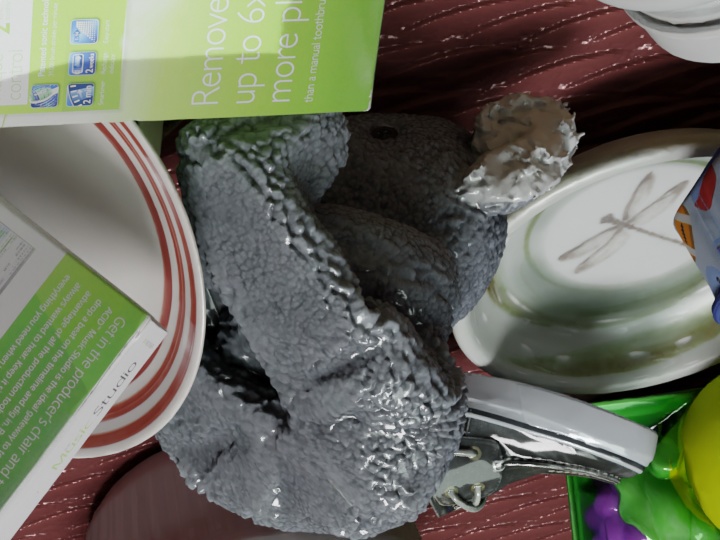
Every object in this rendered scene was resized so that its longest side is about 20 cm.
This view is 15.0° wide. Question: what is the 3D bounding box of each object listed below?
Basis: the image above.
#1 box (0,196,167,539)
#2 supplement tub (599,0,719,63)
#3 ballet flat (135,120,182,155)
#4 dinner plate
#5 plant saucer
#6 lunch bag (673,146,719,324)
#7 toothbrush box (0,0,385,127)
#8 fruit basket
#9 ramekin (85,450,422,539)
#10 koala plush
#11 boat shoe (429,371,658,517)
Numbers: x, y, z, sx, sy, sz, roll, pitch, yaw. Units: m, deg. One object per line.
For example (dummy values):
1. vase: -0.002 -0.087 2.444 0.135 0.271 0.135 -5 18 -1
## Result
1. box: -0.195 0.021 1.085 0.145 0.200 0.036 -52 164 -3
2. supplement tub: 0.099 -0.183 0.950 0.144 0.145 0.200 -29 127 21
3. ballet flat: -0.085 -0.080 1.135 0.200 0.071 0.070 -37 139 29
4. dinner plate: -0.142 -0.015 1.126 0.024 0.200 0.200 -38 169 -47
5. plant saucer: 0.136 -0.015 1.321 0.198 0.051 0.201 -9 145 -6
6. lunch bag: 0.246 -0.050 1.203 0.159 0.076 0.200 3 143 -35
7. toothbrush box: -0.091 -0.136 1.005 0.198 0.086 0.146 -2 126 -15
8. fruit basket: 0.207 0.115 1.413 0.214 0.157 0.216 -6 -172 1
9. ramekin: -0.058 0.163 1.463 0.201 0.095 0.203 -10 146 -7
10. koala plush: 0.000 0.000 1.188 0.177 0.184 0.200 -39 -178 42
11. boat shoe: 0.046 0.088 1.358 0.198 0.072 0.072 10 171 10
